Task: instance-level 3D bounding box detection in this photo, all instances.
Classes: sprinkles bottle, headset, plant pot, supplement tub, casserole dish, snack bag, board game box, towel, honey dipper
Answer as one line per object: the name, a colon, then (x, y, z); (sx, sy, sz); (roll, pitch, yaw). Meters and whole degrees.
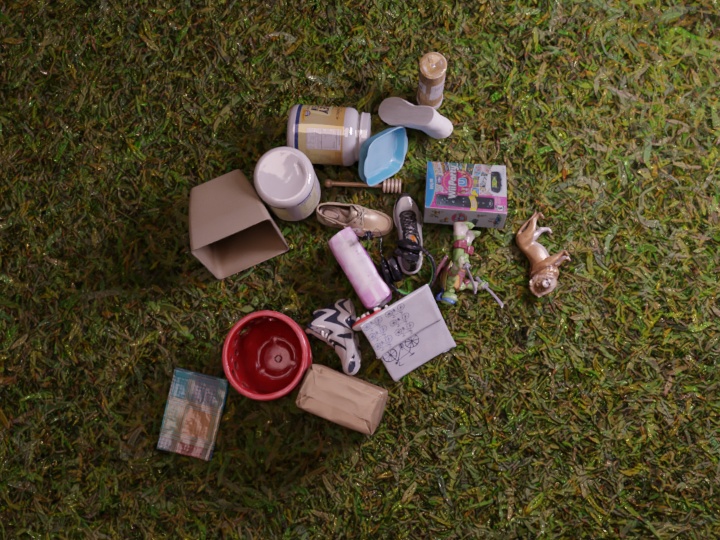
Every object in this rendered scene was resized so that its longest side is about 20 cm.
sprinkles bottle: (0.175, -0.462, 1.694); (0.067, 0.200, 0.069); (0, 80, 3)
headset: (0.088, -0.024, 1.612); (0.200, 0.094, 0.124); (42, 101, 5)
plant pot: (-0.210, 0.202, 1.619); (0.197, 0.183, 0.204); (0, 82, 3)
supplement tub: (-0.173, -0.203, 1.673); (0.143, 0.200, 0.147); (0, 81, 3)
plant pot: (-0.313, -0.124, 1.680); (0.197, 0.200, 0.179); (-23, 69, 0)
casserole dish: (0.052, -0.286, 1.693); (0.038, 0.199, 0.123); (22, 126, 28)
snack bag: (0.116, 0.156, 1.629); (0.187, 0.021, 0.201); (-30, 118, -4)
board game box: (0.257, -0.188, 1.693); (0.197, 0.065, 0.149); (4, 58, 4)
towel: (-0.412, 0.352, 1.689); (0.144, 0.022, 0.203); (11, 82, 6)
supplement tub: (-0.077, -0.337, 1.717); (0.197, 0.144, 0.147); (4, 81, 4)
honey dipper: (0.005, -0.217, 1.750); (0.197, 0.038, 0.039); (2, 81, 6)

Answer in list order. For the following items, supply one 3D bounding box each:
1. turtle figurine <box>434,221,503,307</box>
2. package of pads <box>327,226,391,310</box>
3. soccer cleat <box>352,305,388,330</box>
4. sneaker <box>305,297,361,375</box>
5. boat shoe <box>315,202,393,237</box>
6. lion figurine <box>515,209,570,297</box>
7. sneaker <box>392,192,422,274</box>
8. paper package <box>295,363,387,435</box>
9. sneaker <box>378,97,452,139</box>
turtle figurine: (0.271, -0.010, 1.649); (0.142, 0.199, 0.197); (15, 75, -29)
package of pads: (0.000, 0.000, 1.671); (0.075, 0.121, 0.201); (-32, 81, -1)
soccer cleat: (0.075, 0.125, 1.648); (0.198, 0.069, 0.086); (-15, 81, -28)
sneaker: (-0.072, 0.168, 1.656); (0.128, 0.080, 0.202); (-13, 62, 11)
boat shoe: (-0.016, -0.131, 1.720); (0.197, 0.065, 0.073); (13, 82, 3)
lion figurine: (0.433, -0.042, 1.687); (0.122, 0.072, 0.202); (-32, 66, 11)
sneaker: (0.124, -0.095, 1.697); (0.073, 0.079, 0.203); (-5, 81, -5)
paper package: (-0.036, 0.296, 1.585); (0.188, 0.200, 0.105); (21, 83, 7)
sneaker: (0.142, -0.380, 1.749); (0.199, 0.115, 0.074); (28, 96, 43)
